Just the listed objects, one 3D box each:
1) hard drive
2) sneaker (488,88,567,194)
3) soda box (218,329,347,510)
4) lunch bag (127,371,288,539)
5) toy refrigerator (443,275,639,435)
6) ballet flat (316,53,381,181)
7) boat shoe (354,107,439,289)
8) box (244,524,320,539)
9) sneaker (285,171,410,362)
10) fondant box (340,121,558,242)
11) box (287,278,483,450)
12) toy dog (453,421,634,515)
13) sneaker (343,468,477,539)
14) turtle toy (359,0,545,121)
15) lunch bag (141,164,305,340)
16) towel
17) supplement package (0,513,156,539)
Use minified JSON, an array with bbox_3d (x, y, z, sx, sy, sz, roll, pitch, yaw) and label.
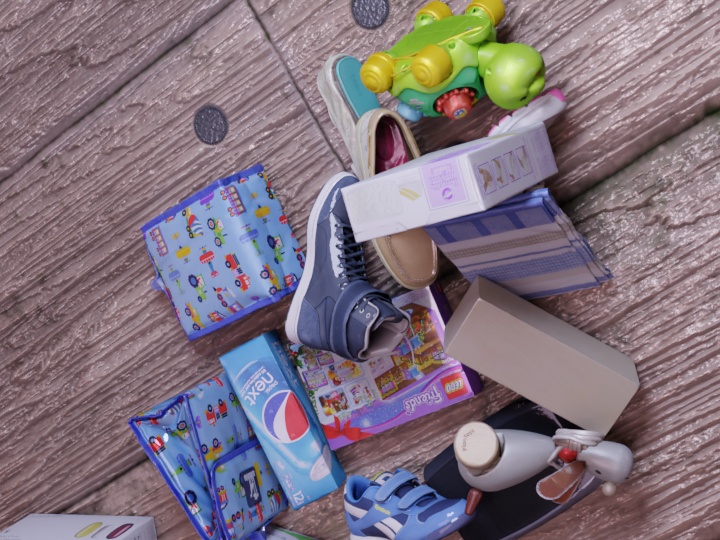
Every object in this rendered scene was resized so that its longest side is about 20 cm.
[{"bbox_3d":[0.173,0.229,1.590,0.199,0.042,0.136,-37,85,25],"label":"hard drive"},{"bbox_3d":[0.167,-0.105,1.514,0.088,0.081,0.201,41,121,10],"label":"sneaker"},{"bbox_3d":[-0.091,0.176,1.673,0.064,0.068,0.202,-27,89,9],"label":"soda box"},{"bbox_3d":[-0.166,0.235,1.677,0.093,0.150,0.202,-25,90,25],"label":"lunch bag"},{"bbox_3d":[0.192,0.091,1.509,0.198,0.070,0.076,28,112,-8],"label":"toy refrigerator"},{"bbox_3d":[0.008,-0.147,1.589,0.062,0.067,0.202,-25,86,55],"label":"ballet flat"},{"bbox_3d":[0.040,-0.077,1.516,0.073,0.066,0.202,-19,92,-10],"label":"boat shoe"},{"bbox_3d":[-0.093,0.416,1.710,0.198,0.097,0.179,12,105,21],"label":"box"},{"bbox_3d":[0.001,0.001,1.568,0.145,0.076,0.205,18,97,45],"label":"sneaker"},{"bbox_3d":[0.092,-0.089,1.394,0.143,0.200,0.059,-13,98,31],"label":"fondant box"},{"bbox_3d":[0.027,0.111,1.632,0.198,0.039,0.138,-23,90,25],"label":"box"},{"bbox_3d":[0.182,0.221,1.503,0.198,0.132,0.098,1,77,31],"label":"toy dog"},{"bbox_3d":[0.048,0.270,1.606,0.199,0.073,0.083,-13,92,47],"label":"sneaker"},{"bbox_3d":[0.104,-0.212,1.475,0.199,0.146,0.102,3,129,46],"label":"turtle toy"},{"bbox_3d":[-0.178,-0.011,1.671,0.199,0.094,0.152,-24,92,35],"label":"lunch bag"},{"bbox_3d":[0.166,-0.022,1.477,0.145,0.200,0.024,-12,59,26],"label":"towel"},{"bbox_3d":[-0.366,0.407,1.818,0.198,0.111,0.158,-3,99,23],"label":"supplement package"}]
